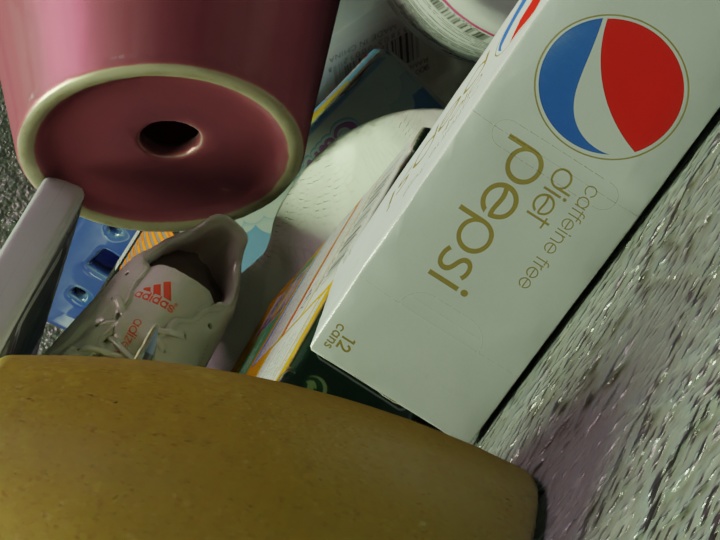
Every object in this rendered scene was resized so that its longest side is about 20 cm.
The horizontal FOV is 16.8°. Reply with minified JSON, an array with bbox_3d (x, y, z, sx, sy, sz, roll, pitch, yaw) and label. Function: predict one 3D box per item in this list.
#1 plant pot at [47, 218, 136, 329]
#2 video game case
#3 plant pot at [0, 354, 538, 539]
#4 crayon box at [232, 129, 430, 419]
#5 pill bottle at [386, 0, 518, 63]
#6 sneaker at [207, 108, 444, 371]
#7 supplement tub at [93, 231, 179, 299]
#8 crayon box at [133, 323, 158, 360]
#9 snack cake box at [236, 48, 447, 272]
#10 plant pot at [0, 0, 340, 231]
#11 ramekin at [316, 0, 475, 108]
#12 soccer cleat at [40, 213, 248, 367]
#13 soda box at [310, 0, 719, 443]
[{"bbox_3d":[-0.101,-0.050,1.646,0.200,0.179,0.200,-53,7,45],"label":"plant pot"},{"bbox_3d":[-0.165,0.077,1.016,0.200,0.023,0.183,-78,8,-67],"label":"video game case"},{"bbox_3d":[-0.065,0.104,0.661,0.201,0.142,0.200,-58,5,8],"label":"plant pot"},{"bbox_3d":[-0.014,0.041,0.958,0.126,0.051,0.200,-61,7,-26],"label":"crayon box"},{"bbox_3d":[0.064,-0.147,1.053,0.114,0.113,0.200,-58,7,-2],"label":"pill bottle"},{"bbox_3d":[0.000,0.000,1.108,0.200,0.075,0.088,-43,-26,27],"label":"sneaker"},{"bbox_3d":[-0.086,0.015,1.452,0.200,0.122,0.123,-54,6,30],"label":"supplement tub"},{"bbox_3d":[-0.080,0.132,0.840,0.201,0.051,0.126,100,-167,-49],"label":"crayon box"},{"bbox_3d":[-0.036,-0.018,1.218,0.200,0.067,0.115,-45,4,1],"label":"snack cake box"},{"bbox_3d":[-0.090,-0.126,1.109,0.200,0.199,0.180,129,147,-51],"label":"plant pot"},{"bbox_3d":[-0.012,-0.137,1.313,0.200,0.098,0.201,-26,-39,-24],"label":"ramekin"},{"bbox_3d":[-0.097,0.039,1.009,0.078,0.069,0.200,-53,7,29],"label":"soccer cleat"},{"bbox_3d":[0.064,-0.046,0.764,0.200,0.063,0.068,-56,6,26],"label":"soda box"}]
